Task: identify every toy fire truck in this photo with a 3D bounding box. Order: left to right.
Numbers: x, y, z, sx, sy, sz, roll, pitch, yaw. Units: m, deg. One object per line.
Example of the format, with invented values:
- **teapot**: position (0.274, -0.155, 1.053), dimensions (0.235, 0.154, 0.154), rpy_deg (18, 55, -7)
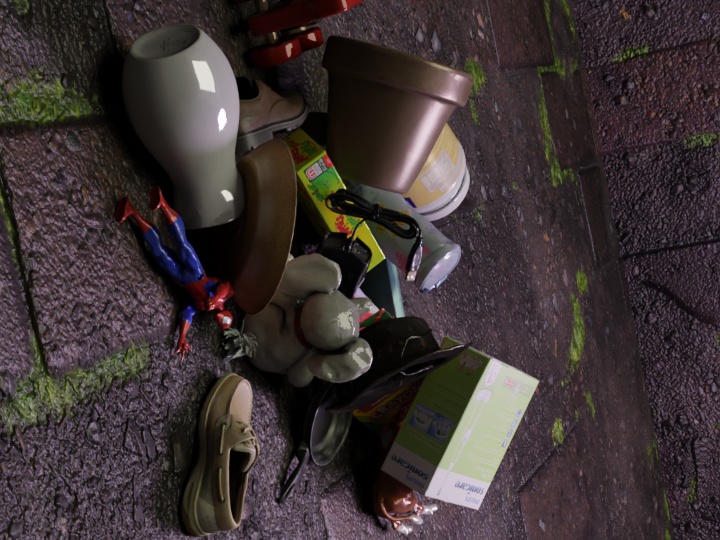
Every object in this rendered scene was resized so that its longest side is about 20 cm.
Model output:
- **toy fire truck**: position (-0.060, -0.342, 1.795), dimensions (0.200, 0.167, 0.113), rpy_deg (-45, 122, -63)

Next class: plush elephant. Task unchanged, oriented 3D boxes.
- **plush elephant**: position (-0.057, 0.059, 1.652), dimensions (0.200, 0.154, 0.166), rpy_deg (-30, 108, -67)

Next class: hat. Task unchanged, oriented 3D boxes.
- **hat**: position (0.035, 0.104, 1.718), dimensions (0.081, 0.200, 0.200), rpy_deg (64, 21, 8)

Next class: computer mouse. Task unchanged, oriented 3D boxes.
- **computer mouse**: position (0.000, 0.000, 1.782), dimensions (0.046, 0.140, 0.201), rpy_deg (-91, -163, -74)

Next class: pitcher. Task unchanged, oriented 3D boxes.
- **pitcher**: position (-0.188, -0.172, 1.519), dimensions (0.172, 0.120, 0.201), rpy_deg (-103, 180, -55)

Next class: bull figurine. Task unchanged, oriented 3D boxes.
- **bull figurine**: position (0.062, 0.270, 1.956), dimensions (0.121, 0.065, 0.201), rpy_deg (47, 45, -36)

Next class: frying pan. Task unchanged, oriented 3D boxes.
- **frying pan**: position (-0.056, 0.222, 1.750), dimensions (0.191, 0.031, 0.115), rpy_deg (-65, 154, -22)

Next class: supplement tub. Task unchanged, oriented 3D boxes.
- **supplement tub**: position (0.071, -0.176, 2.069), dimensions (0.200, 0.145, 0.146), rpy_deg (50, 37, -50)

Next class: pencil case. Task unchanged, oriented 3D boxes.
- **pencil case**: position (0.048, -0.060, 1.922), dimensions (0.200, 0.083, 0.091), rpy_deg (44, 0, 15)

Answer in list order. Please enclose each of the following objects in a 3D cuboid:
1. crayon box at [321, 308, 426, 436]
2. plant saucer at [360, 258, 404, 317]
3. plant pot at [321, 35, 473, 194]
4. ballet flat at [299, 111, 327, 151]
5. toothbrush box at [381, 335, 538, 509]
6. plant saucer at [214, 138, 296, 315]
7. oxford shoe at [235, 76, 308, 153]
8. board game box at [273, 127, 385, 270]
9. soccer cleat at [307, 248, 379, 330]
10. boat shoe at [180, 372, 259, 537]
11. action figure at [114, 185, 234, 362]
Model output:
- **crayon box**: position (0.027, 0.139, 1.855), dimensions (0.200, 0.127, 0.051), rpy_deg (45, 14, -52)
- **plant saucer**: position (0.030, 0.071, 1.969), dimensions (0.019, 0.070, 0.201), rpy_deg (-7, 87, -60)
- **plant pot**: position (0.033, -0.197, 1.819), dimensions (0.200, 0.199, 0.176), rpy_deg (1, 105, -67)
- **ballet flat**: position (-0.001, -0.177, 1.915), dimensions (0.199, 0.046, 0.068), rpy_deg (10, 80, -26)
- **toothbrush box**: position (0.136, 0.207, 1.872), dimensions (0.145, 0.086, 0.201), rpy_deg (24, 90, -52)
- **plant saucer**: position (-0.125, -0.052, 1.563), dimensions (0.035, 0.200, 0.201), rpy_deg (8, 68, -24)
- **oxford shoe**: position (-0.121, -0.206, 1.722), dimensions (0.200, 0.072, 0.085), rpy_deg (-41, 116, -64)
- **board game box**: position (-0.046, -0.092, 1.815), dimensions (0.102, 0.048, 0.200), rpy_deg (45, -11, 49)
- **soccer cleat**: position (-0.026, 0.035, 1.880), dimensions (0.200, 0.067, 0.077), rpy_deg (50, 0, -38)
- **boat shoe**: position (-0.140, 0.198, 1.517), dimensions (0.201, 0.065, 0.072), rpy_deg (-78, 149, -41)
- **action figure**: position (-0.190, 0.015, 1.479), dimensions (0.200, 0.065, 0.099), rpy_deg (55, 26, -43)
